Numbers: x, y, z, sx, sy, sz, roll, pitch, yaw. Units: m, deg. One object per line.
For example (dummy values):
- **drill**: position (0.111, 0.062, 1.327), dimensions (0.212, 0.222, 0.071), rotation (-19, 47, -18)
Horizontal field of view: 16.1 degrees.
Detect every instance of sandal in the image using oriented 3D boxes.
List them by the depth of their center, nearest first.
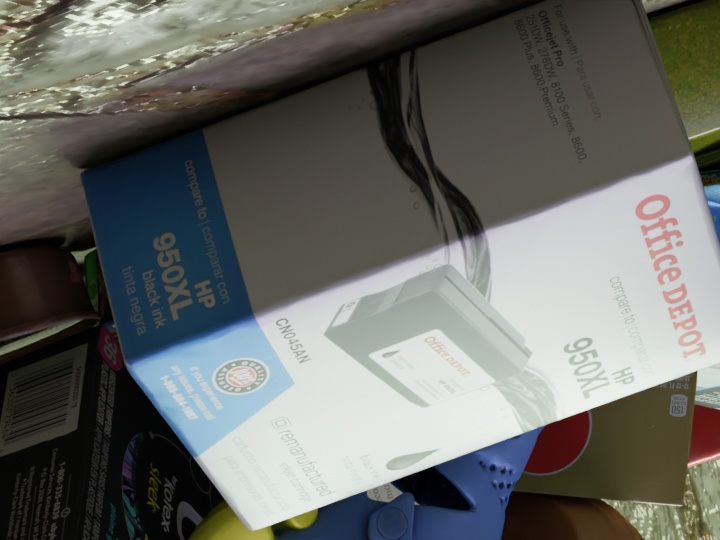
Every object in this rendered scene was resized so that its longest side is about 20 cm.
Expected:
- **sandal**: position (0.029, 0.085, 1.027), dimensions (0.200, 0.087, 0.079), rotation (-35, 179, -15)

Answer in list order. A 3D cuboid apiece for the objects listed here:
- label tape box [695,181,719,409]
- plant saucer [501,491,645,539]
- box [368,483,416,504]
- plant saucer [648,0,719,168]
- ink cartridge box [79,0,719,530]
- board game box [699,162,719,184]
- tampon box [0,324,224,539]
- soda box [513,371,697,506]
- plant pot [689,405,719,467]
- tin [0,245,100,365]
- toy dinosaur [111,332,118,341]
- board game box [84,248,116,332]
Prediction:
- **label tape box**: position (0.175, 0.017, 1.207), dimensions (0.143, 0.066, 0.200), rotation (13, 168, -22)
- **plant saucer**: position (0.036, 0.165, 1.118), dimensions (0.200, 0.037, 0.200), rotation (-26, -150, 16)
- **box**: position (0.001, 0.107, 1.595), dimensions (0.131, 0.199, 0.200), rotation (-21, 175, 23)
- **plant saucer**: position (0.115, -0.064, 1.061), dimensions (0.200, 0.048, 0.200), rotation (-19, 175, -10)
- **ink cartridge box**: position (0.024, -0.002, 0.888), dimensions (0.200, 0.084, 0.145), rotation (-20, 147, 5)
- **board game box**: position (0.207, -0.032, 1.229), dimensions (0.151, 0.047, 0.200), rotation (18, 164, -40)
- **tampon box**: position (-0.112, 0.154, 1.041), dimensions (0.126, 0.200, 0.150), rotation (-21, -141, 19)
- **soda box**: position (0.045, 0.062, 1.143), dimensions (0.200, 0.064, 0.068), rotation (5, -177, -7)
- **plant pot**: position (0.204, 0.026, 1.601), dimensions (0.200, 0.183, 0.200), rotation (-19, 174, -2)
- **tin**: position (-0.203, 0.038, 1.010), dimensions (0.200, 0.042, 0.112), rotation (-20, 171, -2)
- **toy dinosaur**: position (-0.185, 0.071, 1.177), dimensions (0.136, 0.102, 0.200), rotation (-37, 167, -45)
- **board game box**: position (0.000, 0.000, 1.043), dimensions (0.200, 0.035, 0.135), rotation (0, 172, -20)
